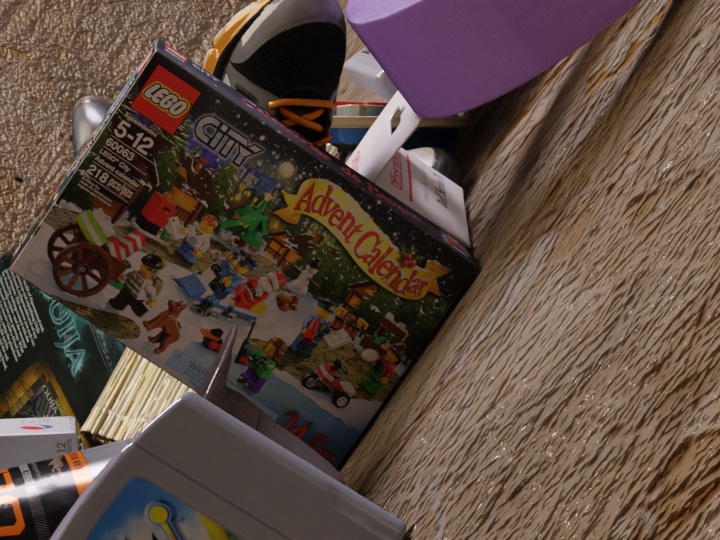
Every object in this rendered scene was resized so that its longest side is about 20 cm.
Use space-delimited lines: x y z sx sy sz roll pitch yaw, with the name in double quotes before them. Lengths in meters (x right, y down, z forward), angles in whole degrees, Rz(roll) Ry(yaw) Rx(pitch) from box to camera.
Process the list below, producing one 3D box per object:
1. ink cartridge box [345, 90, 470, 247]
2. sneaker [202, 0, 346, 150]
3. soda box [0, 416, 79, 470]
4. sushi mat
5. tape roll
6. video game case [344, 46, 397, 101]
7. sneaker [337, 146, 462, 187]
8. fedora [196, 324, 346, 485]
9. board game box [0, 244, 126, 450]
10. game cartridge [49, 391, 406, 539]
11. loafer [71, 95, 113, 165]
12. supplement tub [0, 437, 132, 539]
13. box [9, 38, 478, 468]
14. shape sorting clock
"ink cartridge box" 0.000 0.000 1.598 0.200 0.067 0.117 -55 10 15
"sneaker" -0.047 -0.056 1.544 0.077 0.078 0.201 50 130 45
"soda box" -0.187 0.185 1.637 0.064 0.068 0.202 -141 49 -82
"sushi mat" -0.084 0.013 1.627 0.095 0.012 0.201 4 61 47
"tape roll" 0.089 -0.165 1.512 0.200 0.066 0.200 -36 15 11
"video game case" 0.076 -0.166 1.764 0.182 0.023 0.200 -37 8 -1
"sneaker" -0.034 -0.038 1.698 0.199 0.080 0.074 -15 36 29
"fedora" -0.068 0.136 1.393 0.201 0.090 0.177 -61 5 16
"board game box" -0.174 0.088 1.698 0.028 0.201 0.135 -4 -23 -48
"game cartridge" -0.077 0.154 1.228 0.201 0.133 0.041 -62 2 -30
"loafer" -0.123 -0.037 1.830 0.072 0.200 0.063 -26 50 5
"supplement tub" -0.185 0.167 1.531 0.199 0.123 0.122 -14 1 -10
"box" -0.060 -0.005 1.500 0.137 0.199 0.038 -55 10 11
"shape sorting clock" -0.032 -0.091 1.769 0.200 0.199 0.040 172 99 -79
